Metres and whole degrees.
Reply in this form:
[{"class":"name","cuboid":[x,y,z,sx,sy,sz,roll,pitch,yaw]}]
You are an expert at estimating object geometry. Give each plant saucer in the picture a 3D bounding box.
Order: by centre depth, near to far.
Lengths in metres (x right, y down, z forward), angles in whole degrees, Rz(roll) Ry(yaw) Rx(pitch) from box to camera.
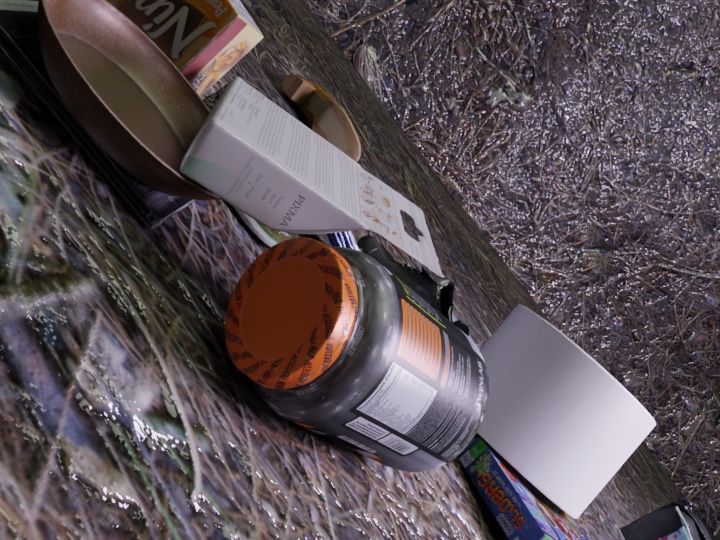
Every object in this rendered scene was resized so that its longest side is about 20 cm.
[{"class":"plant saucer","cuboid":[-0.168,-0.125,0.632,0.201,0.036,0.201,50,14,-17]}]

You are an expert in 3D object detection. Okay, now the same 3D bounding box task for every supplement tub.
[{"class":"supplement tub","cuboid":[0.001,0.063,0.606,0.200,0.122,0.123,38,19,-48]}]

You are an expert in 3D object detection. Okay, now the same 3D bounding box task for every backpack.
[{"class":"backpack","cuboid":[0.360,0.382,0.958,0.202,0.149,0.177,64,13,25]}]

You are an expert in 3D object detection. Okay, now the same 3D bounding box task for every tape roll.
[{"class":"tape roll","cuboid":[0.210,0.156,0.957,0.202,0.140,0.203,41,1,-1]}]

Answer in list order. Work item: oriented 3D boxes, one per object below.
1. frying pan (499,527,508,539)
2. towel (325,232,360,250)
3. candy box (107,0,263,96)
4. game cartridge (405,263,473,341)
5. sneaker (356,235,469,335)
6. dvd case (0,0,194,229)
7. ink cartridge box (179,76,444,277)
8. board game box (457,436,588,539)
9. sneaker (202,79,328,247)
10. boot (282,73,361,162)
[{"class":"frying pan","cuboid":[0.188,0.331,0.776,0.115,0.031,0.191,48,16,-27]},{"class":"towel","cuboid":[0.000,0.000,0.869,0.147,0.023,0.202,-103,170,-64]},{"class":"candy box","cuboid":[-0.193,-0.266,0.813,0.201,0.115,0.055,56,14,17]},{"class":"game cartridge","cuboid":[0.113,0.086,1.147,0.201,0.041,0.133,50,16,-13]},{"class":"sneaker","cuboid":[0.066,0.025,1.012,0.066,0.090,0.202,33,23,-58]},{"class":"dvd case","cuboid":[-0.198,-0.127,0.647,0.201,0.016,0.149,52,14,-8]},{"class":"ink cartridge box","cuboid":[-0.034,-0.062,0.656,0.199,0.050,0.161,36,17,-15]},{"class":"board game box","cuboid":[0.194,0.270,0.893,0.200,0.034,0.136,42,9,-37]},{"class":"sneaker","cuboid":[-0.084,-0.092,0.793,0.200,0.088,0.077,48,13,-21]},{"class":"boot","cuboid":[-0.039,-0.236,1.388,0.202,0.071,0.144,52,14,21]}]
